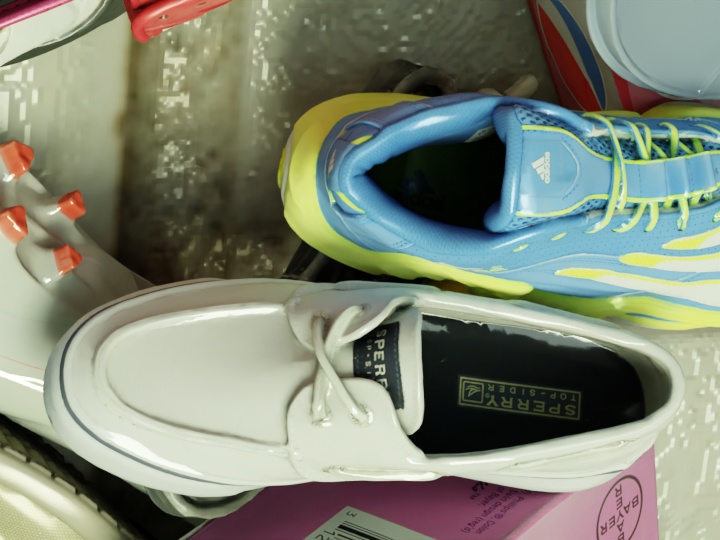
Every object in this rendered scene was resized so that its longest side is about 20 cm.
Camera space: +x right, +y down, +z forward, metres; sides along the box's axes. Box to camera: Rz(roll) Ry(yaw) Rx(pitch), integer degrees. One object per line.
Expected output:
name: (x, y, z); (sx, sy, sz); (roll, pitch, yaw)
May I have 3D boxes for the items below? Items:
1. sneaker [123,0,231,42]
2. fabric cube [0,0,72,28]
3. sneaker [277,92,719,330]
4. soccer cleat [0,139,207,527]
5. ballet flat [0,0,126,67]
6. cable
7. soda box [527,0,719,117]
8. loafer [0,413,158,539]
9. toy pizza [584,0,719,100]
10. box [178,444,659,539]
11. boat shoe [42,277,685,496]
sneaker: (-0.006, -0.098, 0.740); (0.116, 0.200, 0.078); (-35, 109, -28)
fabric cube: (-0.097, -0.203, 0.695); (0.196, 0.199, 0.200); (-26, 117, -10)
sneaker: (0.075, -0.017, 0.810); (0.200, 0.105, 0.076); (2, 92, -5)
soccer cleat: (-0.095, 0.031, 0.873); (0.078, 0.069, 0.200); (-24, 130, 24)
ballet flat: (-0.139, -0.085, 0.801); (0.200, 0.068, 0.068); (-17, 114, -13)
cable: (0.000, 0.000, 0.863); (0.200, 0.050, 0.097); (-39, 117, -34)
soda box: (0.089, -0.115, 0.871); (0.063, 0.070, 0.200); (-26, 118, -9)
loafer: (-0.101, 0.112, 0.891); (0.068, 0.076, 0.200); (-49, 119, -3)
toy pizza: (0.153, -0.129, 0.795); (0.200, 0.032, 0.200); (-23, 151, -13)
box: (0.019, 0.162, 0.895); (0.176, 0.097, 0.200); (-32, 128, -41)
boat shoe: (0.004, 0.036, 0.806); (0.200, 0.066, 0.072); (9, 72, -12)
